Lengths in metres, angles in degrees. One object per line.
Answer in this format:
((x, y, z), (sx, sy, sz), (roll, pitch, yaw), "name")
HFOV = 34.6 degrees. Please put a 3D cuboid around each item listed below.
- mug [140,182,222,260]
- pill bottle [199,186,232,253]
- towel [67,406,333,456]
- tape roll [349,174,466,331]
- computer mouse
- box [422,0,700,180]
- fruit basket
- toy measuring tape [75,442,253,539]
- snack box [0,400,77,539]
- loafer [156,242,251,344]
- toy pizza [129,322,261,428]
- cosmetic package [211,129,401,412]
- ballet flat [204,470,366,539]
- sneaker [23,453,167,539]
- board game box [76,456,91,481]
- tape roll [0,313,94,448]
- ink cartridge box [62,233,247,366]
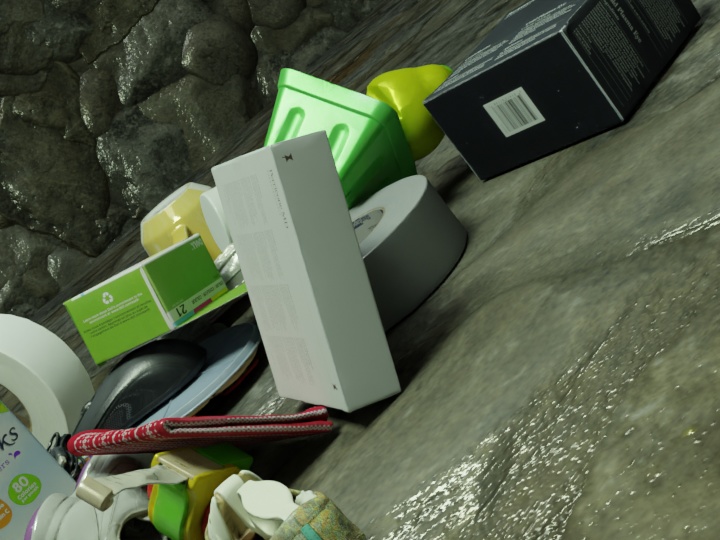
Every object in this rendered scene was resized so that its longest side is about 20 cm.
((-0.192, -0.030, 1.465), (0.149, 0.153, 0.186), (-45, 16, -28), "mug")
((-0.082, -0.091, 1.365), (0.199, 0.111, 0.111), (-25, 10, -18), "pill bottle")
((-0.131, 0.126, 0.902), (0.144, 0.023, 0.200), (2, -13, -33), "towel")
((0.000, 0.000, 1.062), (0.200, 0.066, 0.200), (-37, 14, 11), "tape roll")
((-0.244, 0.128, 1.154), (0.200, 0.053, 0.138), (-39, 13, -12), "computer mouse")
((0.195, -0.203, 1.123), (0.200, 0.104, 0.182), (-20, 25, 53), "box")
((0.009, -0.146, 1.210), (0.216, 0.155, 0.216), (-51, -26, -37), "fruit basket")
((-0.134, 0.164, 0.802), (0.073, 0.074, 0.200), (-34, -14, 20), "toy measuring tape")
((-0.326, 0.200, 0.985), (0.142, 0.200, 0.053), (-44, 16, -22), "snack box")
((-0.167, 0.059, 1.296), (0.200, 0.070, 0.070), (-54, -16, 10), "loafer")
((-0.175, 0.125, 1.178), (0.200, 0.032, 0.200), (-34, 14, 10), "toy pizza")
((-0.046, 0.002, 0.893), (0.051, 0.201, 0.151), (-18, 6, -20), "cosmetic package")
((-0.060, 0.157, 0.722), (0.071, 0.071, 0.200), (-44, 15, -22), "ballet flat")
((-0.194, 0.201, 0.938), (0.200, 0.099, 0.075), (-56, -24, -74), "sneaker")
((-0.275, 0.221, 1.157), (0.096, 0.030, 0.200), (-44, 12, -22), "board game box")
((-0.420, 0.153, 1.370), (0.202, 0.203, 0.071), (-30, 16, 30), "tape roll")
((-0.176, 0.008, 1.178), (0.199, 0.076, 0.148), (-26, 6, 20), "ink cartridge box")
